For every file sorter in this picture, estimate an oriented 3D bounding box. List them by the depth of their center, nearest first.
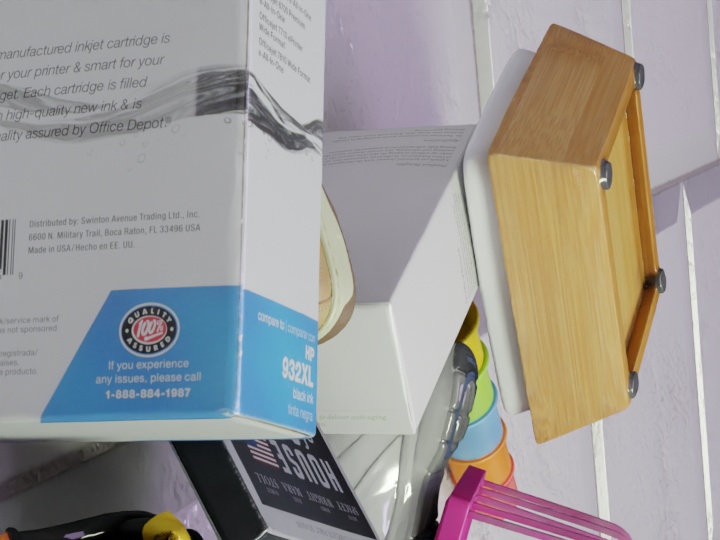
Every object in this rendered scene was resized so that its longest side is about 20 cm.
[{"bbox_3d":[0.099,0.210,1.078,0.200,0.125,0.139,11,95,-83],"label":"file sorter"}]

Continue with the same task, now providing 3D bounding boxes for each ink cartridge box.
[{"bbox_3d":[-0.094,-0.038,0.681,0.084,0.145,0.200,27,62,-67],"label":"ink cartridge box"}]

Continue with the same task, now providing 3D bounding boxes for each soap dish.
[{"bbox_3d":[0.126,-0.023,1.058,0.157,0.081,0.200,-62,146,-51],"label":"soap dish"}]

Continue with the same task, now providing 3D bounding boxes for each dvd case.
[{"bbox_3d":[-0.063,0.044,0.783,0.200,0.025,0.150,59,10,23],"label":"dvd case"}]

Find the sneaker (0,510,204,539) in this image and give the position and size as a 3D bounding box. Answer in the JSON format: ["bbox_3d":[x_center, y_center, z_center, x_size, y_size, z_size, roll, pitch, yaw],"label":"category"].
[{"bbox_3d":[-0.073,0.132,0.690,0.200,0.090,0.070,6,41,-44],"label":"sneaker"}]

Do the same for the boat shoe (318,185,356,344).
[{"bbox_3d":[-0.063,-0.061,0.824,0.076,0.072,0.200,4,59,-58],"label":"boat shoe"}]

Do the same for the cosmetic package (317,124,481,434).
[{"bbox_3d":[0.000,0.000,0.982,0.200,0.107,0.085,-61,145,-53],"label":"cosmetic package"}]

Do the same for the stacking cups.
[{"bbox_3d":[0.068,0.103,1.236,0.200,0.060,0.061,74,24,-43],"label":"stacking cups"}]

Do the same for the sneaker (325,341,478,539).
[{"bbox_3d":[0.005,0.129,1.029,0.075,0.087,0.200,4,102,-76],"label":"sneaker"}]
